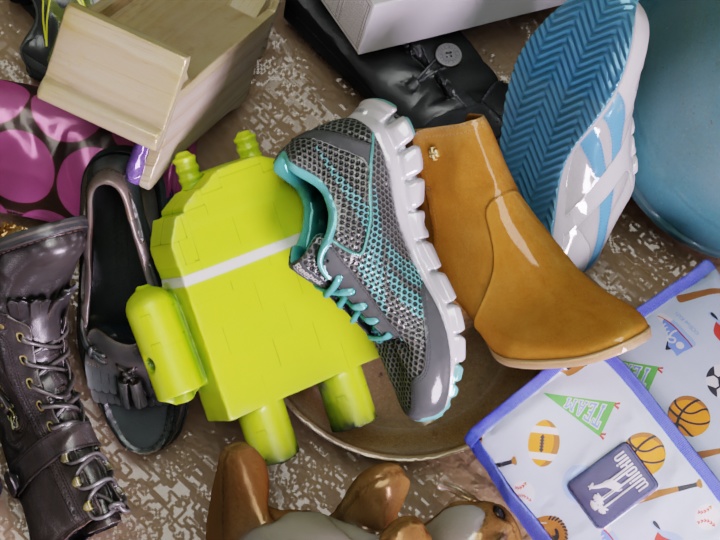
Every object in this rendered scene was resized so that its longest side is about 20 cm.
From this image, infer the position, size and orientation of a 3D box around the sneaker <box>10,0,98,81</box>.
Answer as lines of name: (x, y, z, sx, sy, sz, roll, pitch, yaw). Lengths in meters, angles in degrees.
sneaker: (-0.201, -0.217, 1.470, 0.085, 0.074, 0.200, -9, 73, -3)

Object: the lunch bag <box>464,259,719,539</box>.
lunch bag: (0.186, 0.116, 1.366, 0.200, 0.124, 0.170, -31, 76, -27)

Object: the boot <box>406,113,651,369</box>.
boot: (0.088, -0.022, 1.327, 0.071, 0.201, 0.144, -22, 108, -32)

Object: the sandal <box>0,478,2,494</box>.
sandal: (-0.276, 0.063, 1.345, 0.045, 0.075, 0.200, -30, 111, -32)

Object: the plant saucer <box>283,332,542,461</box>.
plant saucer: (0.027, 0.030, 1.439, 0.200, 0.035, 0.200, 1, 74, -4)

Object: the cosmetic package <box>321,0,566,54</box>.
cosmetic package: (0.068, -0.205, 1.452, 0.200, 0.051, 0.083, -16, 59, -27)

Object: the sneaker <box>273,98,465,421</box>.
sneaker: (0.000, 0.000, 1.339, 0.091, 0.078, 0.200, -16, 89, -25)

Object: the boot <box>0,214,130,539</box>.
boot: (-0.182, 0.076, 1.338, 0.069, 0.200, 0.174, -15, 69, -34)

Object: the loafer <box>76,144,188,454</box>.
loafer: (-0.150, 0.025, 1.369, 0.072, 0.063, 0.200, -3, 104, 7)

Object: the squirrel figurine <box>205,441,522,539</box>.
squirrel figurine: (0.008, 0.211, 1.343, 0.187, 0.142, 0.200, -1, 117, -30)

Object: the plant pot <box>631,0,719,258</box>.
plant pot: (0.286, -0.122, 1.396, 0.200, 0.188, 0.200, 6, 76, -26)

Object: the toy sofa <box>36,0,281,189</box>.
toy sofa: (-0.124, -0.136, 1.379, 0.083, 0.098, 0.200, 26, 29, 6)

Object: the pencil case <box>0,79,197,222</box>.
pencil case: (-0.209, -0.072, 1.426, 0.200, 0.091, 0.094, 12, 106, 1)

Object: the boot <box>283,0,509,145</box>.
boot: (0.067, -0.149, 1.483, 0.165, 0.066, 0.200, -27, 62, -35)

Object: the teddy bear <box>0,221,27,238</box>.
teddy bear: (-0.296, -0.041, 1.380, 0.200, 0.145, 0.067, 20, 57, -3)

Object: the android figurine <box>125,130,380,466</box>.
android figurine: (-0.059, 0.014, 1.359, 0.182, 0.041, 0.200, -24, 97, -30)

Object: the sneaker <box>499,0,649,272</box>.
sneaker: (0.138, -0.086, 1.388, 0.077, 0.200, 0.081, 34, 28, 34)
